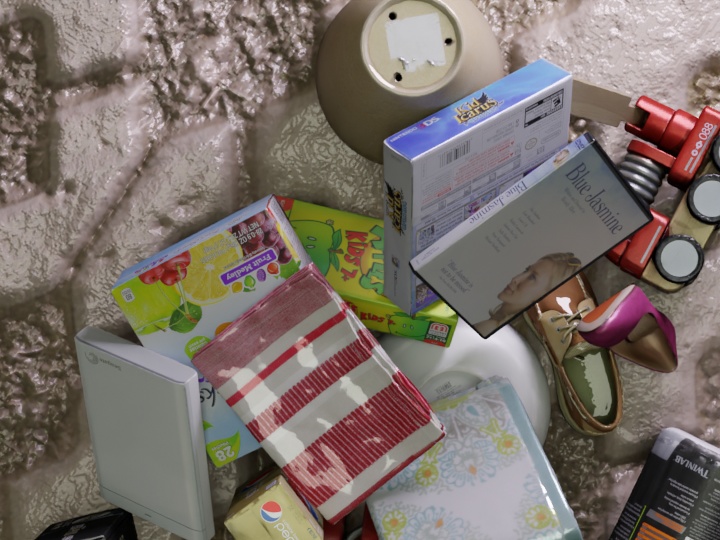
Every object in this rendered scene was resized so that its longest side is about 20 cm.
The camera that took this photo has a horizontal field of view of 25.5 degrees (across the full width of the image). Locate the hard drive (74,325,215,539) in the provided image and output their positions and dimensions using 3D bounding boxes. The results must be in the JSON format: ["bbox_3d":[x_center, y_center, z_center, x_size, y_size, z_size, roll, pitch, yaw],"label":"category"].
[{"bbox_3d":[-0.202,0.157,1.494,0.132,0.027,0.200,20,130,28],"label":"hard drive"}]

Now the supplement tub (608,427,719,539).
[{"bbox_3d":[0.305,0.263,1.530,0.122,0.123,0.200,26,92,-1],"label":"supplement tub"}]

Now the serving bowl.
[{"bbox_3d":[0.091,0.135,1.555,0.200,0.066,0.200,0,90,0],"label":"serving bowl"}]

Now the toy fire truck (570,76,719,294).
[{"bbox_3d":[0.265,-0.095,1.532,0.200,0.129,0.176,29,91,11],"label":"toy fire truck"}]

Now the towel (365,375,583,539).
[{"bbox_3d":[0.091,0.199,1.446,0.171,0.200,0.048,-22,136,0],"label":"towel"}]

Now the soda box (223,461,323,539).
[{"bbox_3d":[-0.078,0.227,1.488,0.064,0.200,0.068,-37,91,0],"label":"soda box"}]

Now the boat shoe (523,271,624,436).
[{"bbox_3d":[0.213,0.066,1.546,0.076,0.074,0.200,-22,92,-7],"label":"boat shoe"}]

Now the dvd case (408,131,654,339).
[{"bbox_3d":[0.159,-0.027,1.448,0.200,0.143,0.018,-37,47,11],"label":"dvd case"}]

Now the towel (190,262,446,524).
[{"bbox_3d":[-0.037,0.112,1.420,0.144,0.023,0.200,-39,93,11],"label":"towel"}]

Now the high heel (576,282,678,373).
[{"bbox_3d":[0.262,0.065,1.489,0.067,0.200,0.096,-36,85,22],"label":"high heel"}]

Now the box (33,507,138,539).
[{"bbox_3d":[-0.248,0.341,1.509,0.086,0.164,0.200,-13,91,1],"label":"box"}]

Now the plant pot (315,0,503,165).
[{"bbox_3d":[0.047,-0.197,1.478,0.187,0.200,0.188,0,89,1],"label":"plant pot"}]

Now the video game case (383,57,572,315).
[{"bbox_3d":[0.107,-0.078,1.468,0.200,0.181,0.045,-29,47,-28],"label":"video game case"}]

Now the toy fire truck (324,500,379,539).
[{"bbox_3d":[0.006,0.311,1.506,0.112,0.168,0.200,10,91,-1],"label":"toy fire truck"}]

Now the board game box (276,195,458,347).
[{"bbox_3d":[0.000,0.000,1.535,0.200,0.048,0.102,13,51,0],"label":"board game box"}]

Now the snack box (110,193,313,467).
[{"bbox_3d":[-0.106,0.057,1.468,0.168,0.068,0.200,-27,104,11],"label":"snack box"}]
